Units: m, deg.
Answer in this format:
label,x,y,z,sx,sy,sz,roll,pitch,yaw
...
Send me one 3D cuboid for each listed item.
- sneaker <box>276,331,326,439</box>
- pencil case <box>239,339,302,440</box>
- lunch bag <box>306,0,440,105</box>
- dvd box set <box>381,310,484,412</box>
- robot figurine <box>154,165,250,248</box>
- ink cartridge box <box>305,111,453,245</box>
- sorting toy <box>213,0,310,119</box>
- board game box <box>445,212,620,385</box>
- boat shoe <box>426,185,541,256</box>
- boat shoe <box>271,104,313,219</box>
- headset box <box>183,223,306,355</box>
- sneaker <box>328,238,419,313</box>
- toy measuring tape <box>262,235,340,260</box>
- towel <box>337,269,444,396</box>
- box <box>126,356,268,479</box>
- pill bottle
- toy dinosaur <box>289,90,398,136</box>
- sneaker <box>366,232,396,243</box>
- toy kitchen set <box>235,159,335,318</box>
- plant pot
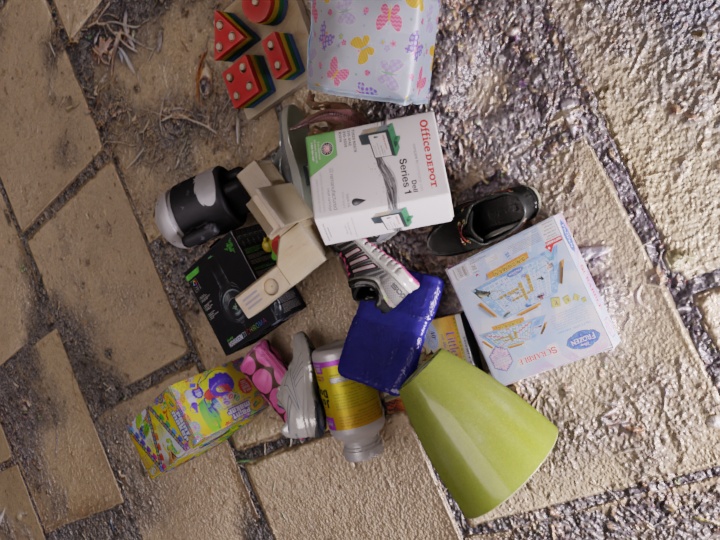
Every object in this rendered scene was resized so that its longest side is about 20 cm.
label,x,y,z,sx,sy,sz,roll,pitch,yaw
sneaker,-0.113,0.206,1.258,0.085,0.075,0.203,-12,59,11
pencil case,-0.148,0.222,1.339,0.200,0.090,0.094,42,157,19
lunch bag,0.012,-0.352,1.068,0.196,0.127,0.173,12,108,22
dvd box set,0.110,0.157,1.169,0.197,0.029,0.149,-15,91,38
robot figurine,-0.293,-0.119,1.327,0.197,0.150,0.127,-22,91,12
ink cartridge box,0.028,-0.135,1.019,0.196,0.085,0.149,-11,65,5
sorting toy,-0.182,-0.403,1.232,0.198,0.069,0.202,-23,87,38
board game box,0.250,0.049,1.034,0.198,0.041,0.203,-27,84,37
boat shoe,0.174,-0.071,1.052,0.199,0.063,0.075,-24,89,39
boat shoe,-0.126,-0.187,1.238,0.070,0.070,0.205,-3,102,30
headset box,-0.228,0.030,1.346,0.173,0.092,0.203,-33,83,36
sneaker,0.000,0.000,1.133,0.199,0.074,0.088,36,85,32
toy measuring tape,-0.098,-0.057,1.251,0.196,0.073,0.075,-2,100,29
towel,0.051,0.096,1.143,0.146,0.049,0.204,14,80,37
box,-0.330,0.298,1.418,0.192,0.199,0.123,-40,77,34
pill bottle,-0.016,0.228,1.231,0.103,0.104,0.204,-12,93,37
toy dinosaur,-0.010,-0.223,1.088,0.134,0.198,0.088,24,102,41
sneaker,0.035,-0.089,1.114,0.198,0.115,0.076,-21,89,37
toy kitchen set,-0.179,-0.050,1.156,0.179,0.163,0.202,-36,90,15
plant pot,0.156,0.220,1.031,0.200,0.187,0.187,48,124,5
